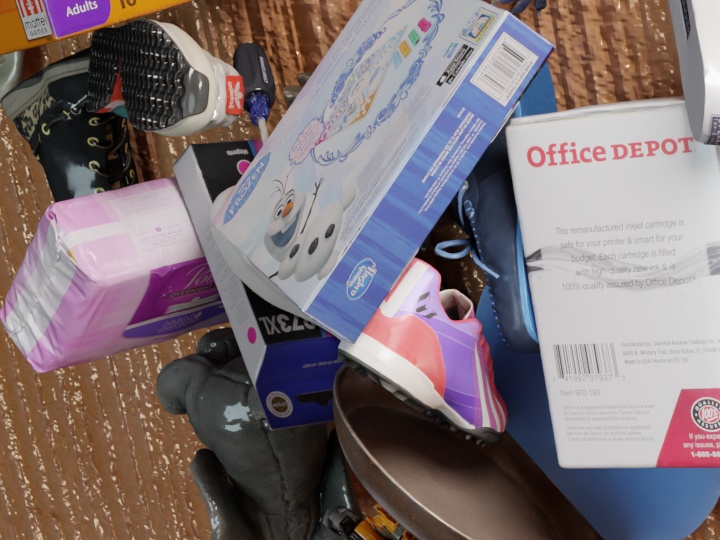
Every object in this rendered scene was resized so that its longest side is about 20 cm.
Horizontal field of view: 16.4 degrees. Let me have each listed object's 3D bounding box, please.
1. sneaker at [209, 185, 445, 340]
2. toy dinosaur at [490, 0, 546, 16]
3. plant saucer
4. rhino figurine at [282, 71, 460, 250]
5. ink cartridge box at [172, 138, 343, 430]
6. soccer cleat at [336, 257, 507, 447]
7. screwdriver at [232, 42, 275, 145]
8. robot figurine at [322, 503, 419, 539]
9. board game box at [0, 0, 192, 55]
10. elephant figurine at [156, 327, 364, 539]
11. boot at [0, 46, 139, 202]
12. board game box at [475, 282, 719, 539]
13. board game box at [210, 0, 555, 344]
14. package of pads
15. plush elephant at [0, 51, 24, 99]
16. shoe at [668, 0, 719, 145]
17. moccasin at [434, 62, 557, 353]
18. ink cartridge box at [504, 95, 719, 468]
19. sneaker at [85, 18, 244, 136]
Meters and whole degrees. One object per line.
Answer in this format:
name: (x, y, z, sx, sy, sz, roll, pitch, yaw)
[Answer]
sneaker: (0.000, 0.000, 1.594, 0.200, 0.074, 0.082, 34, 142, -16)
toy dinosaur: (0.071, -0.237, 1.447, 0.105, 0.200, 0.182, 53, -161, -61)
plant saucer: (0.062, 0.127, 1.514, 0.200, 0.200, 0.032, 46, 113, 27)
rhino figurine: (0.014, -0.064, 1.590, 0.200, 0.060, 0.088, 24, 122, 49)
ink cartridge box: (-0.048, 0.005, 1.645, 0.037, 0.095, 0.200, -44, 60, 49)
soccer cleat: (0.052, 0.051, 1.466, 0.068, 0.200, 0.073, 31, 88, 27)
screwdriver: (-0.064, -0.090, 1.624, 0.200, 0.028, 0.029, -102, -15, -55)
robot figurine: (0.049, 0.206, 1.604, 0.145, 0.058, 0.200, 41, 173, 28)
board game box: (-0.198, -0.258, 1.643, 0.200, 0.200, 0.200, -5, 104, 52)
elephant figurine: (-0.055, 0.144, 1.739, 0.141, 0.155, 0.201, 2, 112, 33)
boot: (-0.181, -0.086, 1.826, 0.203, 0.073, 0.154, -17, 97, 58)
board game box: (0.155, 0.067, 1.503, 0.200, 0.039, 0.158, 48, 133, 22)
board game box: (0.008, -0.075, 1.452, 0.200, 0.043, 0.199, -55, 24, 3)
package of pads: (-0.137, -0.006, 1.700, 0.076, 0.200, 0.121, 59, 140, 20)
plush elephant: (-0.341, -0.200, 1.914, 0.165, 0.200, 0.155, 55, 167, 38)
shoe: (0.208, -0.159, 1.293, 0.072, 0.091, 0.201, 96, 170, -66)
moccasin: (0.085, -0.042, 1.465, 0.068, 0.080, 0.201, -18, 61, 31)
ink cartridge box: (0.171, 0.003, 1.376, 0.145, 0.083, 0.201, -3, 99, 42)
sneaker: (-0.110, -0.122, 1.602, 0.200, 0.093, 0.071, -164, 80, -67)
